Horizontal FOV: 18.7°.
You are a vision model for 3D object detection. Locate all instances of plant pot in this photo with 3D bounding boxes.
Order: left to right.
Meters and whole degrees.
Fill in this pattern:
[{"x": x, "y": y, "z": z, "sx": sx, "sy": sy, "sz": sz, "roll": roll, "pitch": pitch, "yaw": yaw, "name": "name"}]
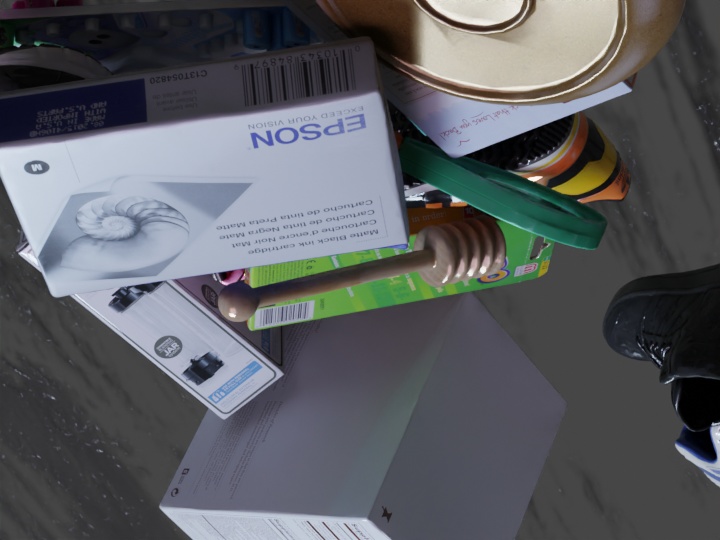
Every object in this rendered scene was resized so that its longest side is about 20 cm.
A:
[{"x": 0.053, "y": -0.142, "z": 1.027, "sx": 0.199, "sy": 0.028, "sz": 0.200, "roll": 14, "pitch": 145, "yaw": 10, "name": "plant pot"}]

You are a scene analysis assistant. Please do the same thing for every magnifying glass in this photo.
[{"x": 0.041, "y": -0.058, "z": 1.193, "sx": 0.199, "sy": 0.022, "sz": 0.080, "roll": 21, "pitch": -168, "yaw": 0, "name": "magnifying glass"}]

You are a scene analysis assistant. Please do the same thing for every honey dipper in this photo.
[{"x": 0.000, "y": 0.000, "z": 1.266, "sx": 0.038, "sy": 0.200, "sz": 0.038, "roll": 17, "pitch": 112, "yaw": 49, "name": "honey dipper"}]

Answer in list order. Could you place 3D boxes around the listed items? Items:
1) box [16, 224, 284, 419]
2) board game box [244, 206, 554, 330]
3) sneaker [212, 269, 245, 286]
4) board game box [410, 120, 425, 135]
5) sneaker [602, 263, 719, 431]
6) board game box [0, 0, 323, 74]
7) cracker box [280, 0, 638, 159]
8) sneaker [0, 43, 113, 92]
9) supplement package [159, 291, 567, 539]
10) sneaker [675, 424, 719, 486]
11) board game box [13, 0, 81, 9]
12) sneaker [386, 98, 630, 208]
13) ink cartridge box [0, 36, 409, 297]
[{"x": -0.141, "y": -0.002, "z": 1.512, "sx": 0.060, "sy": 0.117, "sz": 0.200, "roll": -37, "pitch": 118, "yaw": 22, "name": "box"}, {"x": 0.026, "y": -0.008, "z": 1.377, "sx": 0.199, "sy": 0.030, "sz": 0.096, "roll": -8, "pitch": 154, "yaw": -8, "name": "board game box"}, {"x": -0.080, "y": -0.032, "z": 1.436, "sx": 0.079, "sy": 0.096, "sz": 0.200, "roll": 28, "pitch": 162, "yaw": -9, "name": "sneaker"}, {"x": 0.037, "y": -0.162, "z": 1.185, "sx": 0.152, "sy": 0.045, "sz": 0.200, "roll": -10, "pitch": 136, "yaw": 45, "name": "board game box"}, {"x": 0.206, "y": 0.052, "z": 1.344, "sx": 0.060, "sy": 0.104, "sz": 0.200, "roll": 37, "pitch": 150, "yaw": -22, "name": "sneaker"}, {"x": -0.119, "y": -0.107, "z": 1.236, "sx": 0.199, "sy": 0.026, "sz": 0.200, "roll": -3, "pitch": 168, "yaw": 2, "name": "board game box"}, {"x": 0.034, "y": -0.152, "z": 1.100, "sx": 0.200, "sy": 0.058, "sz": 0.134, "roll": 41, "pitch": 143, "yaw": -26, "name": "cracker box"}, {"x": -0.155, "y": -0.066, "z": 1.175, "sx": 0.074, "sy": 0.080, "sz": 0.200, "roll": -7, "pitch": 165, "yaw": 29, "name": "sneaker"}, {"x": 0.005, "y": 0.131, "z": 1.547, "sx": 0.200, "sy": 0.192, "sz": 0.147, "roll": -2, "pitch": 142, "yaw": 42, "name": "supplement package"}, {"x": 0.270, "y": 0.103, "z": 1.409, "sx": 0.088, "sy": 0.075, "sz": 0.200, "roll": 29, "pitch": 151, "yaw": -6, "name": "sneaker"}, {"x": -0.161, "y": -0.118, "z": 1.338, "sx": 0.200, "sy": 0.026, "sz": 0.200, "roll": 7, "pitch": 166, "yaw": -36, "name": "board game box"}, {"x": 0.071, "y": -0.057, "z": 1.311, "sx": 0.200, "sy": 0.070, "sz": 0.090, "roll": -4, "pitch": 148, "yaw": 47, "name": "sneaker"}, {"x": -0.077, "y": -0.036, "z": 1.142, "sx": 0.199, "sy": 0.041, "sz": 0.200, "roll": -9, "pitch": 149, "yaw": 3, "name": "ink cartridge box"}]
